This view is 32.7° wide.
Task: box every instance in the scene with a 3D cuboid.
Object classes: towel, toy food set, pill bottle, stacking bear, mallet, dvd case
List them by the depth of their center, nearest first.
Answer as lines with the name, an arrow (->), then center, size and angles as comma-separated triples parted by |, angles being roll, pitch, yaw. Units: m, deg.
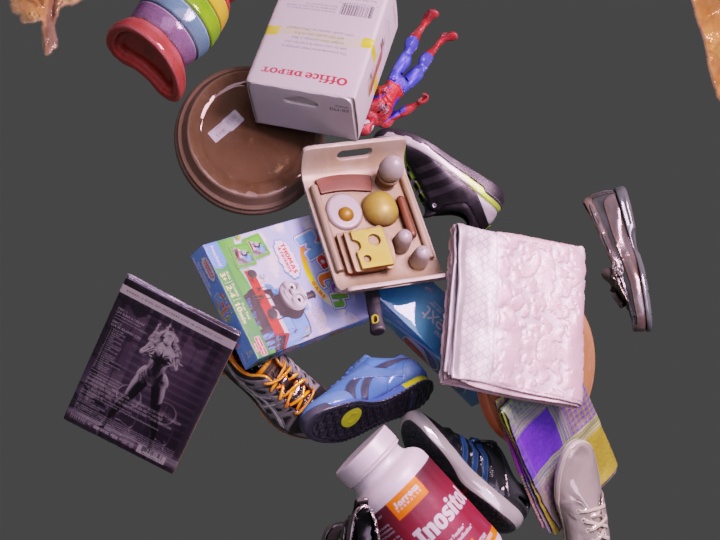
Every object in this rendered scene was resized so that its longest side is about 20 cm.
dvd case -> -0.245, 0.123, 1.436 | 0.147, 0.016, 0.202 | 27, 109, -3
pill bottle -> 0.066, 0.289, 1.471 | 0.113, 0.113, 0.200 | -43, 88, -18
towel -> 0.188, 0.052, 1.477 | 0.188, 0.032, 0.203 | 11, 73, -20
toy food set -> 0.020, -0.069, 1.497 | 0.141, 0.061, 0.202 | -8, 64, -22
mallet -> 0.000, 0.000, 1.521 | 0.065, 0.041, 0.202 | -11, 49, 13
towel -> 0.248, 0.210, 1.526 | 0.143, 0.023, 0.202 | -34, 113, -27
stacking bear -> -0.215, -0.338, 1.571 | 0.121, 0.114, 0.201 | 38, 67, -1

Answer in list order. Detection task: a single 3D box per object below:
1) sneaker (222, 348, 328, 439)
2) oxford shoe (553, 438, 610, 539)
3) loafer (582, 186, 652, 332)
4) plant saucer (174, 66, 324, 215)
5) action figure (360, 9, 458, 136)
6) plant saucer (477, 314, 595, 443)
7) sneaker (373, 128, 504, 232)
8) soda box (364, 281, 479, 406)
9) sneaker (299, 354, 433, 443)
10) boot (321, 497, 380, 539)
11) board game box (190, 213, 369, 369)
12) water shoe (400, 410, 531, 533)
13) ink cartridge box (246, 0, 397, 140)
sneaker -> -0.103, 0.136, 1.491 | 0.199, 0.077, 0.079 | 36, 70, -3
oxford shoe -> 0.280, 0.307, 1.509 | 0.074, 0.057, 0.204 | -7, 97, -31
loafer -> 0.342, -0.011, 1.636 | 0.062, 0.072, 0.203 | -9, 71, 6
plant saucer -> -0.141, -0.172, 1.584 | 0.197, 0.029, 0.204 | 3, 77, -11
action figure -> 0.066, -0.256, 1.612 | 0.065, 0.099, 0.201 | 42, 74, -21
plant saucer -> 0.227, 0.123, 1.540 | 0.198, 0.032, 0.204 | -3, 96, -37
sneaker -> 0.094, -0.111, 1.596 | 0.198, 0.072, 0.084 | 31, 87, 4
soda box -> 0.097, 0.077, 1.555 | 0.200, 0.064, 0.068 | 43, 72, 1
sneaker -> -0.004, 0.150, 1.496 | 0.198, 0.067, 0.078 | -16, 47, -37
boot -> -0.008, 0.368, 1.403 | 0.068, 0.174, 0.203 | -4, 77, -13
board game box -> -0.092, 0.020, 1.497 | 0.199, 0.037, 0.153 | -19, 77, -44
water shoe -> 0.132, 0.238, 1.530 | 0.200, 0.071, 0.079 | 46, 53, -5
ink cartridge box -> -0.046, -0.275, 1.556 | 0.143, 0.084, 0.202 | 10, 58, 13
